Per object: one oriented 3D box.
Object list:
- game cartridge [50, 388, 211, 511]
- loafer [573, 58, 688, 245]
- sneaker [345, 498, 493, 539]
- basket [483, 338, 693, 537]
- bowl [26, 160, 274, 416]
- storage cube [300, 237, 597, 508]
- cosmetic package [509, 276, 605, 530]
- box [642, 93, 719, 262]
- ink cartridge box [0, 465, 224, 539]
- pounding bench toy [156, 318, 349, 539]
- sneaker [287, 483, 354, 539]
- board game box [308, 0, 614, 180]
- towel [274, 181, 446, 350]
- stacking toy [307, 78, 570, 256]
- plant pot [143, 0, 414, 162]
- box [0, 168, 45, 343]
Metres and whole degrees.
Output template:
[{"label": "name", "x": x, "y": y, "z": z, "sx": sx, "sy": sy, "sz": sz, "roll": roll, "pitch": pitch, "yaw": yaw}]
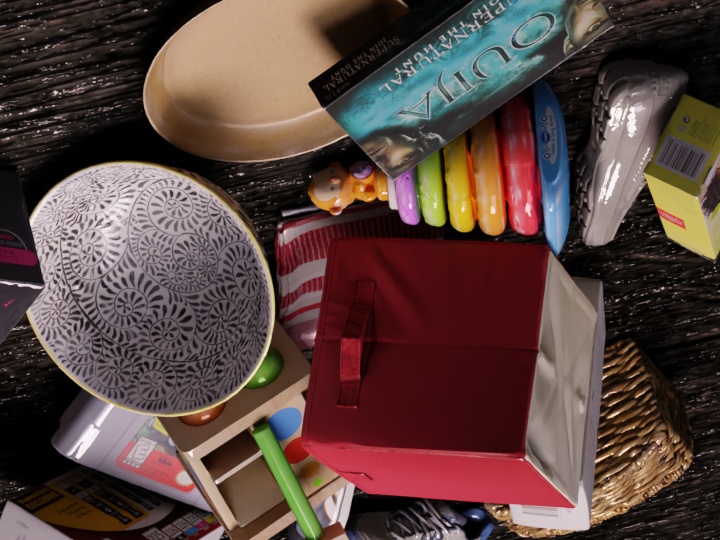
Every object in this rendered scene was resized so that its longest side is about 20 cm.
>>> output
[{"label": "game cartridge", "x": -0.154, "y": 0.128, "z": 1.769, "sx": 0.200, "sy": 0.041, "sz": 0.133, "roll": 27, "pitch": 101, "yaw": -44}, {"label": "loafer", "x": 0.211, "y": -0.088, "z": 1.621, "sx": 0.069, "sy": 0.070, "sz": 0.200, "roll": -2, "pitch": 146, "yaw": -8}, {"label": "sneaker", "x": 0.061, "y": 0.264, "z": 2.123, "sx": 0.199, "sy": 0.077, "sz": 0.085, "roll": 9, "pitch": 131, "yaw": -48}, {"label": "basket", "x": 0.221, "y": 0.182, "z": 1.987, "sx": 0.199, "sy": 0.143, "sz": 0.149, "roll": -25, "pitch": 148, "yaw": 14}, {"label": "bowl", "x": -0.144, "y": -0.003, "z": 1.524, "sx": 0.200, "sy": 0.094, "sz": 0.202, "roll": 7, "pitch": 116, "yaw": 14}, {"label": "storage cube", "x": 0.074, "y": 0.083, "z": 1.614, "sx": 0.179, "sy": 0.172, "sz": 0.200, "roll": 2, "pitch": 162, "yaw": 20}, {"label": "cosmetic package", "x": 0.171, "y": 0.114, "z": 1.786, "sx": 0.074, "sy": 0.201, "sz": 0.102, "roll": 4, "pitch": 151, "yaw": 12}, {"label": "box", "x": 0.268, "y": -0.070, "z": 1.625, "sx": 0.076, "sy": 0.050, "sz": 0.200, "roll": -63, "pitch": 162, "yaw": -5}, {"label": "ink cartridge box", "x": -0.238, "y": 0.230, "z": 1.779, "sx": 0.084, "sy": 0.175, "sz": 0.200, "roll": -65, "pitch": 167, "yaw": 15}, {"label": "pounding bench toy", "x": -0.080, "y": 0.136, "z": 1.659, "sx": 0.124, "sy": 0.200, "sz": 0.156, "roll": -32, "pitch": 135, "yaw": -9}, {"label": "sneaker", "x": -0.044, "y": 0.182, "z": 1.902, "sx": 0.079, "sy": 0.079, "sz": 0.201, "roll": 5, "pitch": 121, "yaw": -28}, {"label": "board game box", "x": 0.074, "y": -0.152, "z": 1.449, "sx": 0.200, "sy": 0.028, "sz": 0.135, "roll": -35, "pitch": 150, "yaw": 8}, {"label": "towel", "x": 0.000, "y": 0.000, "z": 1.703, "sx": 0.143, "sy": 0.023, "sz": 0.200, "roll": -13, "pitch": 149, "yaw": -10}, {"label": "stacking toy", "x": 0.058, "y": -0.072, "z": 1.562, "sx": 0.199, "sy": 0.117, "sz": 0.110, "roll": -4, "pitch": 155, "yaw": 5}, {"label": "plant pot", "x": -0.056, "y": -0.147, "z": 1.435, "sx": 0.199, "sy": 0.028, "sz": 0.200, "roll": -12, "pitch": 149, "yaw": -7}, {"label": "box", "x": -0.330, "y": 0.019, "z": 1.485, "sx": 0.122, "sy": 0.106, "sz": 0.200, "roll": 7, "pitch": 141, "yaw": -35}]
